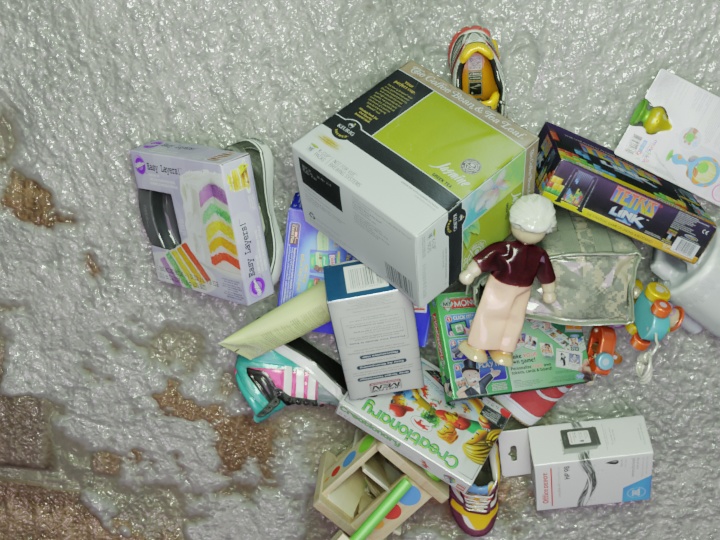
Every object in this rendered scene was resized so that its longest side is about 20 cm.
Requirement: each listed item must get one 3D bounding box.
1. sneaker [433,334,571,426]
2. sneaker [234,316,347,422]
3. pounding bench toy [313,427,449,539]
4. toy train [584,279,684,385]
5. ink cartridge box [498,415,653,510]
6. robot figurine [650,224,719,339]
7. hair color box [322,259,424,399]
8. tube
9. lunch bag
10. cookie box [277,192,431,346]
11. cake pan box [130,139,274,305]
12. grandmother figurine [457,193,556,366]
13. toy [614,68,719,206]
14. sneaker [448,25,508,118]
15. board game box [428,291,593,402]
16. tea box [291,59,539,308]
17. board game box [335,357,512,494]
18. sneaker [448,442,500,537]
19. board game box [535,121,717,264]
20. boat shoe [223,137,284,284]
[{"bbox_3d":[0.200,0.116,1.329,0.200,0.071,0.112,38,113,-20],"label":"sneaker"},{"bbox_3d":[-0.092,0.167,1.356,0.200,0.084,0.121,36,105,-3],"label":"sneaker"},{"bbox_3d":[0.035,0.294,1.341,0.124,0.200,0.156,42,109,-13],"label":"pounding bench toy"},{"bbox_3d":[0.349,0.084,1.264,0.056,0.200,0.151,11,88,-12],"label":"toy train"},{"bbox_3d":[0.296,0.270,1.370,0.200,0.067,0.116,-8,134,6],"label":"ink cartridge box"},{"bbox_3d":[0.460,0.021,1.254,0.200,0.113,0.170,35,137,-10],"label":"robot figurine"},{"bbox_3d":[0.019,0.071,1.207,0.100,0.061,0.200,-9,138,1],"label":"hair color box"},{"bbox_3d":[-0.080,0.057,1.250,0.200,0.052,0.058,-30,108,16],"label":"tube"},{"bbox_3d":[0.226,-0.015,1.224,0.200,0.164,0.118,-1,117,3],"label":"lunch bag"},{"bbox_3d":[0.000,0.000,1.289,0.200,0.075,0.171,9,113,0],"label":"cookie box"},{"bbox_3d":[-0.200,-0.063,1.234,0.200,0.052,0.185,15,119,42],"label":"cake pan box"},{"bbox_3d":[0.168,0.008,1.119,0.121,0.061,0.200,6,113,-29],"label":"grandmother figurine"},{"bbox_3d":[0.423,-0.154,1.218,0.200,0.047,0.115,25,105,-7],"label":"toy"},{"bbox_3d":[0.142,-0.189,1.202,0.078,0.082,0.200,-11,112,7],"label":"sneaker"},{"bbox_3d":[0.192,0.089,1.265,0.200,0.029,0.135,-4,76,-19],"label":"board game box"},{"bbox_3d":[0.063,-0.102,1.125,0.197,0.200,0.134,-38,148,-21],"label":"tea box"},{"bbox_3d":[0.084,0.187,1.305,0.200,0.126,0.035,31,145,9],"label":"board game box"},{"bbox_3d":[0.160,0.305,1.398,0.075,0.090,0.200,-4,112,4],"label":"sneaker"},{"bbox_3d":[0.307,-0.097,1.186,0.200,0.165,0.057,23,114,-7],"label":"board game box"},{"bbox_3d":[-0.147,-0.066,1.266,0.071,0.064,0.200,6,111,32],"label":"boat shoe"}]
